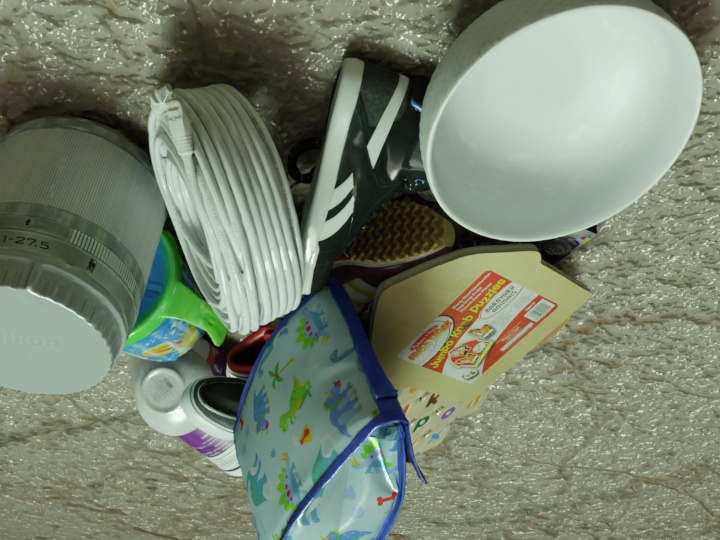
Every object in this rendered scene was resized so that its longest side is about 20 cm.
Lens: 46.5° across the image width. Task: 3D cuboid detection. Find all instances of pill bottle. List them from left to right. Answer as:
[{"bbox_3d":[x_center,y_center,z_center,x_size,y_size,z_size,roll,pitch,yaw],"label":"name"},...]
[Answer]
[{"bbox_3d":[-0.171,0.180,1.051,0.112,0.113,0.200,-26,122,37],"label":"pill bottle"}]

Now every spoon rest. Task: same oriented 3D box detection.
[{"bbox_3d":[-0.246,0.100,0.958,0.099,0.200,0.061,-43,175,5],"label":"spoon rest"}]

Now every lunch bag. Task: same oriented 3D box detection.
[{"bbox_3d":[-0.027,0.135,0.725,0.126,0.171,0.201,1,128,-25],"label":"lunch bag"}]

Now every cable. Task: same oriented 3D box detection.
[{"bbox_3d":[-0.111,-0.050,0.678,0.069,0.202,0.200,-22,-171,-19],"label":"cable"}]

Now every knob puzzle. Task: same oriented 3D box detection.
[{"bbox_3d":[0.089,0.039,0.776,0.217,0.031,0.221,-11,137,-10],"label":"knob puzzle"}]

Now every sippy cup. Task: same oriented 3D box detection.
[{"bbox_3d":[-0.225,0.032,0.868,0.139,0.178,0.130,-35,152,-1],"label":"sippy cup"}]

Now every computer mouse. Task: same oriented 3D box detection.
[{"bbox_3d":[-0.077,-0.061,0.766,0.059,0.034,0.200,54,134,2],"label":"computer mouse"}]

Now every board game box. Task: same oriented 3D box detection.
[{"bbox_3d":[0.108,-0.049,0.789,0.199,0.033,0.120,21,147,-22],"label":"board game box"}]

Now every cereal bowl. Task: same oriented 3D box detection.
[{"bbox_3d":[0.134,-0.120,0.606,0.198,0.084,0.201,-8,136,-8],"label":"cereal bowl"}]

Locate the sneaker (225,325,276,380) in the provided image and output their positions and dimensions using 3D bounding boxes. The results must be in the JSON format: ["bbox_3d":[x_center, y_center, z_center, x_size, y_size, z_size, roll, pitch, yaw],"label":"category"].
[{"bbox_3d":[-0.055,0.111,0.940,0.198,0.079,0.116,-7,155,-5],"label":"sneaker"}]

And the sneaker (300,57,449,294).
[{"bbox_3d":[0.015,-0.060,0.678,0.111,0.073,0.202,13,115,-7],"label":"sneaker"}]

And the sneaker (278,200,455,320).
[{"bbox_3d":[0.000,0.000,0.777,0.198,0.075,0.090,-12,139,21],"label":"sneaker"}]

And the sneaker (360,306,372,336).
[{"bbox_3d":[-0.016,0.028,0.879,0.090,0.077,0.200,-21,140,28],"label":"sneaker"}]

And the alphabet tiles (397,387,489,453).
[{"bbox_3d":[0.069,0.156,0.926,0.199,0.015,0.196,-18,145,-30],"label":"alphabet tiles"}]

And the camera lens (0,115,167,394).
[{"bbox_3d":[-0.258,-0.018,0.715,0.158,0.201,0.161,3,139,2],"label":"camera lens"}]

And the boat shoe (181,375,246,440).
[{"bbox_3d":[-0.092,0.148,0.899,0.199,0.069,0.057,19,136,-31],"label":"boat shoe"}]

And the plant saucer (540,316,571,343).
[{"bbox_3d":[0.122,0.042,0.881,0.198,0.038,0.201,9,155,4],"label":"plant saucer"}]

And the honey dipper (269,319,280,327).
[{"bbox_3d":[-0.115,0.102,1.035,0.038,0.038,0.200,16,147,-17],"label":"honey dipper"}]
